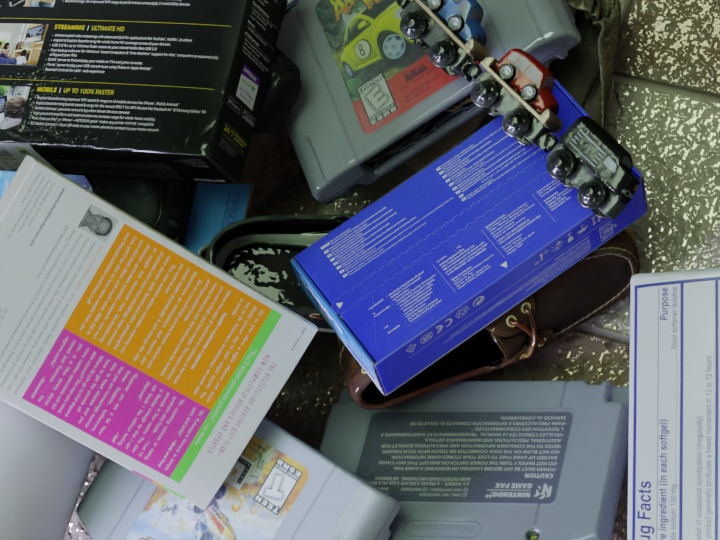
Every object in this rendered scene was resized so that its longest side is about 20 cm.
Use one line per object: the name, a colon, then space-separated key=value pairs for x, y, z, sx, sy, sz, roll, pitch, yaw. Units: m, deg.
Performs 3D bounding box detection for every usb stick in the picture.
usb stick: x=-0.105 y=-0.157 z=1.718 sx=0.200 sy=0.033 sz=0.056 roll=44 pitch=114 yaw=39

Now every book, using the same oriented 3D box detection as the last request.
book: x=-0.145 y=0.039 z=1.568 sx=0.134 sy=0.199 sz=0.048 roll=-59 pitch=19 yaw=-1

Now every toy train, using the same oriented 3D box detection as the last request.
toy train: x=0.094 y=-0.108 z=1.577 sx=0.046 sy=0.034 sz=0.200 roll=-48 pitch=66 yaw=8

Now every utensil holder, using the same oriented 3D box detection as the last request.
utensil holder: x=-0.235 y=0.072 z=1.657 sx=0.169 sy=0.170 sz=0.201 roll=20 pitch=94 yaw=30

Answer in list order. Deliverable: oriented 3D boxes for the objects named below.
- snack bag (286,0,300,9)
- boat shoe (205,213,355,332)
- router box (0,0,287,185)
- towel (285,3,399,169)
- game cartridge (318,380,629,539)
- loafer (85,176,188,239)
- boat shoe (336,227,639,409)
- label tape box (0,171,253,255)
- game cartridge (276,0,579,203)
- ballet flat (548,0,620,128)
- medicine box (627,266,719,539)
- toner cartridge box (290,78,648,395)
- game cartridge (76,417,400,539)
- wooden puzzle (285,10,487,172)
snack bag: x=-0.096 y=-0.243 z=1.791 sx=0.199 sy=0.021 sz=0.189 roll=-29 pitch=63 yaw=16
boat shoe: x=0.000 y=0.003 z=1.668 sx=0.200 sy=0.063 sz=0.074 roll=1 pitch=72 yaw=1
router box: x=-0.153 y=-0.135 z=1.666 sx=0.199 sy=0.051 sz=0.150 roll=5 pitch=71 yaw=27
towel: x=-0.008 y=-0.171 z=1.741 sx=0.200 sy=0.024 sz=0.145 roll=38 pitch=96 yaw=31
game cartridge: x=0.065 y=0.130 z=1.613 sx=0.199 sy=0.041 sz=0.134 roll=-1 pitch=48 yaw=25
loafer: x=-0.173 y=-0.101 z=1.736 sx=0.068 sy=0.070 sz=0.201 roll=-35 pitch=63 yaw=20
boat shoe: x=0.082 y=0.033 z=1.625 sx=0.199 sy=0.071 sz=0.070 roll=-23 pitch=34 yaw=7
label tape box: x=-0.161 y=0.012 z=1.769 sx=0.199 sy=0.063 sz=0.145 roll=5 pitch=74 yaw=25
game cartridge: x=0.031 y=-0.147 z=1.671 sx=0.199 sy=0.041 sz=0.134 roll=-33 pitch=58 yaw=19
ballet flat: x=0.130 y=-0.090 z=1.661 sx=0.067 sy=0.046 sz=0.201 roll=11 pitch=85 yaw=4
medicine box: x=0.260 y=0.094 z=1.517 sx=0.199 sy=0.103 sz=0.183 roll=-6 pitch=69 yaw=24
toner cartridge box: x=0.067 y=-0.021 z=1.591 sx=0.200 sy=0.043 sz=0.095 roll=-34 pitch=59 yaw=-8
game cartridge: x=-0.082 y=0.153 z=1.621 sx=0.200 sy=0.042 sz=0.134 roll=29 pitch=83 yaw=34
wooden puzzle: x=0.050 y=-0.181 z=1.756 sx=0.185 sy=0.046 sz=0.200 roll=37 pitch=94 yaw=31
